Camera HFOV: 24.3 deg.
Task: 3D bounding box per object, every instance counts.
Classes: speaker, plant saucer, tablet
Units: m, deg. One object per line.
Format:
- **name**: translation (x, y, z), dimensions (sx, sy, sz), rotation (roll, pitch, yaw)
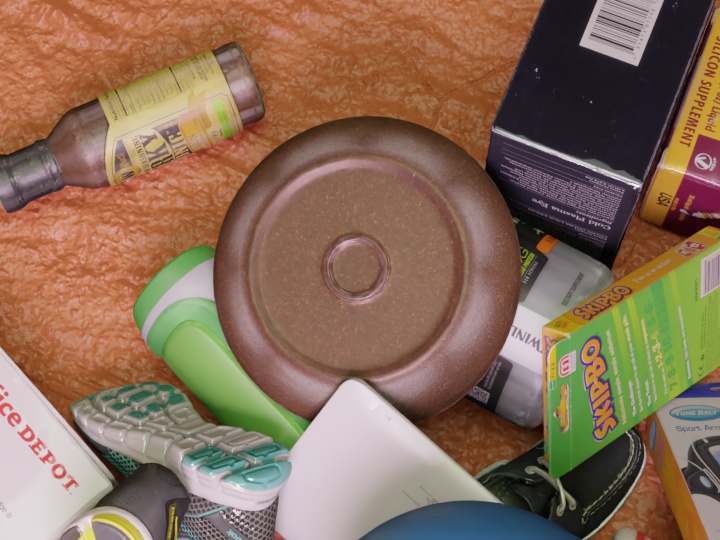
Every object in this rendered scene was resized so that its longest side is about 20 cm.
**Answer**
- **speaker**: translation (-0.061, 0.077, 1.113), dimensions (0.088, 0.089, 0.200), rotation (-41, 75, -12)
- **plant saucer**: translation (0.000, 0.000, 1.044), dimensions (0.199, 0.037, 0.202), rotation (-1, 84, 10)
- **tablet**: translation (0.035, 0.172, 1.032), dimensions (0.200, 0.014, 0.130), rotation (41, 121, 7)

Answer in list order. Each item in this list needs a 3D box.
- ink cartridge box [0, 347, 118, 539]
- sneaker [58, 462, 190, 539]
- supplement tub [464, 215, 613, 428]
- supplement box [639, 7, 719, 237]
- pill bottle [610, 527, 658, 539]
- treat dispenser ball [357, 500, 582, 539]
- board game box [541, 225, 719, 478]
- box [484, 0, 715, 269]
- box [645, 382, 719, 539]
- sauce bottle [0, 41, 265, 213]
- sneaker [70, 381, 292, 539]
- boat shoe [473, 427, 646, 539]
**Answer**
- **ink cartridge box**: translation (-0.272, 0.161, 1.089), dimensions (0.200, 0.084, 0.145), rotation (-41, 75, -11)
- **sneaker**: translation (-0.154, 0.192, 1.035), dimensions (0.074, 0.200, 0.085), rotation (41, 47, 3)
- **supplement tub**: translation (0.057, 0.009, 1.113), dimensions (0.199, 0.123, 0.123), rotation (28, 74, 10)
- **supplement box**: translation (0.309, -0.074, 1.146), dimensions (0.199, 0.103, 0.132), rotation (20, 72, 7)
- **pill bottle**: translation (0.232, 0.248, 1.033), dimensions (0.199, 0.114, 0.114), rotation (22, 73, 8)
- **treat dispenser ball**: translation (0.061, 0.228, 0.916), dimensions (0.199, 0.201, 0.202), rotation (0, 71, 1)
- **board game box**: translation (0.175, 0.050, 1.069), dimensions (0.030, 0.096, 0.200), rotation (18, 33, 38)
- **box**: translation (0.162, -0.124, 1.125), dimensions (0.104, 0.182, 0.201), rotation (21, 72, 9)
- **box**: translation (0.257, 0.138, 1.058), dimensions (0.118, 0.042, 0.200), rotation (0, 28, -5)
- **sauce bottle**: translation (-0.167, -0.097, 1.188), dimensions (0.199, 0.065, 0.065), rotation (-24, 72, -5)
- **sneaker**: translation (-0.122, 0.136, 1.079), dimensions (0.077, 0.092, 0.200), rotation (-15, 25, -36)
- **boat shoe**: translation (0.107, 0.159, 1.094), dimensions (0.200, 0.060, 0.076), rotation (-37, 74, -10)
